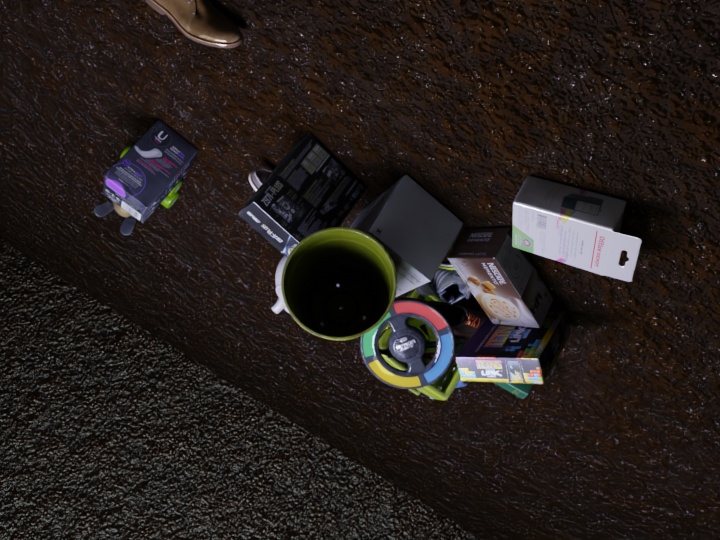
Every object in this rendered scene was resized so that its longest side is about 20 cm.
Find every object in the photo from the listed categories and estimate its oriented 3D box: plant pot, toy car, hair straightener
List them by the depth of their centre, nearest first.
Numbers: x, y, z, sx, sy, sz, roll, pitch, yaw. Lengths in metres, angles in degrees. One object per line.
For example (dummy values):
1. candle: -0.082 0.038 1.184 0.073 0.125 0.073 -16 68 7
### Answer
1. plant pot: -0.038 0.048 1.194 0.200 0.201 0.193 30 164 8
2. hair straightener: 0.126 0.154 1.395 0.199 0.077 0.041 0 163 6
3. plant pot: 0.137 0.178 1.532 0.200 0.199 0.181 37 159 -8
4. toy car: -0.604 -0.198 1.713 0.164 0.200 0.158 36 153 -7

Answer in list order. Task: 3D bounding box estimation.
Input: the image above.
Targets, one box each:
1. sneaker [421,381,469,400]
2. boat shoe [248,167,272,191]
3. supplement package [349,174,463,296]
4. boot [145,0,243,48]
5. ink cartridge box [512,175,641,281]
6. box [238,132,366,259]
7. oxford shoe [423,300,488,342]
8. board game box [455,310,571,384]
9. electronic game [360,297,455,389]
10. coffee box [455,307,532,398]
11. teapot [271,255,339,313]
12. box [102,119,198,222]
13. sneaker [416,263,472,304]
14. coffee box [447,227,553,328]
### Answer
1. sneaker: 0.226 0.316 1.769 0.078 0.089 0.200 39 153 -13
2. boat shoe: -0.151 -0.166 1.415 0.200 0.072 0.059 36 147 -12
3. supplement package: 0.065 -0.054 1.266 0.150 0.152 0.200 39 153 -11
4. boot: -0.285 -0.452 1.097 0.200 0.074 0.076 34 143 4
5. ink cartridge box: 0.348 -0.066 1.028 0.199 0.067 0.117 21 150 26
6. box: -0.111 -0.137 1.270 0.164 0.200 0.086 42 151 -17
7. oxford shoe: 0.228 0.114 1.381 0.199 0.072 0.073 14 171 -9
8. board game box: 0.301 0.145 1.253 0.165 0.200 0.057 -3 110 33
9. electronic game: 0.098 0.153 1.341 0.200 0.200 0.042 35 -164 -3
10. coffee box: 0.301 0.183 1.432 0.199 0.123 0.044 28 154 8
11. teapot: -0.148 0.048 1.678 0.197 0.146 0.200 21 150 23
12. box: -0.500 -0.236 1.536 0.122 0.200 0.106 38 153 -9
13. sneaker: 0.177 0.030 1.360 0.074 0.081 0.200 43 152 -17
14. coffee box: 0.270 0.015 1.234 0.114 0.080 0.200 1 139 47
